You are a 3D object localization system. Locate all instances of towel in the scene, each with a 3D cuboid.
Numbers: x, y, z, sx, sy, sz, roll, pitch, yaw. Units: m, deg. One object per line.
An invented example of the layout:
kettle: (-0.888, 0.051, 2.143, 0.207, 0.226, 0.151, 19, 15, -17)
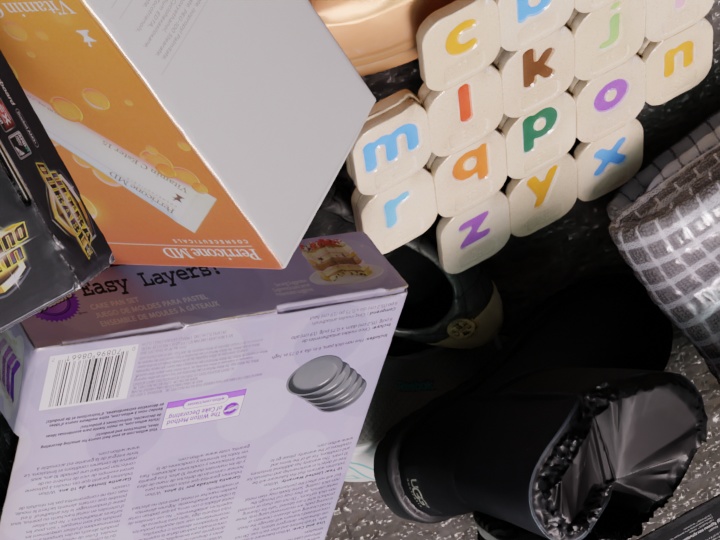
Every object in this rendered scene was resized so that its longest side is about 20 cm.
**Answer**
towel: (0.245, -0.019, 1.283, 0.199, 0.086, 0.166, -35, 106, 16)

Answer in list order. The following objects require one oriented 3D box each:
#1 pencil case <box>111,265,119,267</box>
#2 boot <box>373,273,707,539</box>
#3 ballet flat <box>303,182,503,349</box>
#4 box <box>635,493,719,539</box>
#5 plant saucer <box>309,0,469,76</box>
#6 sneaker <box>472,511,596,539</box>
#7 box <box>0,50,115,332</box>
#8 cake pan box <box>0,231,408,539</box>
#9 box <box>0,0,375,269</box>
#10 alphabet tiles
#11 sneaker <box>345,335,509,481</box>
pencil case: (-0.134, 0.048, 1.262, 0.199, 0.089, 0.088, -34, 135, 15)
boot: (0.121, 0.068, 1.273, 0.200, 0.168, 0.077, -32, 105, -27)
ballet flat: (0.000, 0.000, 1.279, 0.066, 0.057, 0.199, -43, 133, 21)
box: (0.170, 0.143, 1.254, 0.199, 0.050, 0.160, -28, 169, -2)
plant saucer: (-0.013, -0.162, 1.114, 0.199, 0.032, 0.201, -7, 132, -8)
sneaker: (0.099, 0.154, 1.364, 0.069, 0.200, 0.091, -13, 94, -1)
box: (-0.226, -0.041, 0.988, 0.199, 0.050, 0.199, -28, 97, 19)
cake pan box: (-0.091, 0.077, 1.181, 0.199, 0.052, 0.185, -10, 133, -30)
box: (-0.104, -0.101, 1.062, 0.124, 0.098, 0.200, 2, 141, 39)
alphabet tiles: (0.082, -0.081, 1.221, 0.199, 0.015, 0.196, -28, 148, -12)
sneaker: (0.029, 0.077, 1.369, 0.199, 0.071, 0.080, 5, 154, -28)
